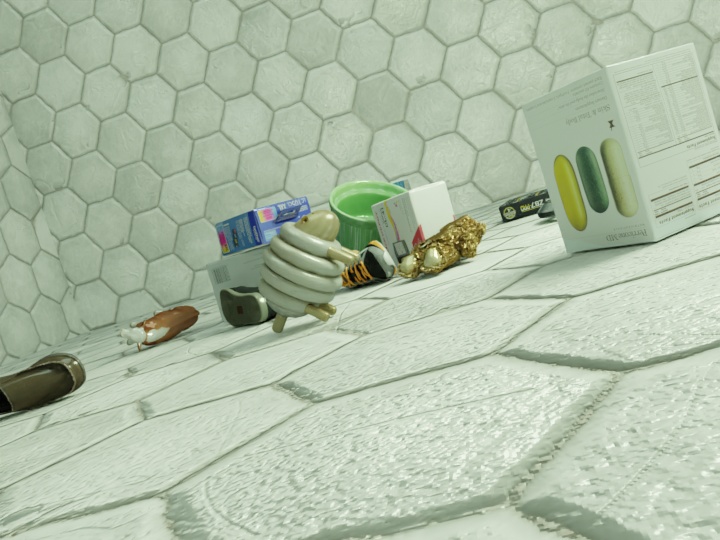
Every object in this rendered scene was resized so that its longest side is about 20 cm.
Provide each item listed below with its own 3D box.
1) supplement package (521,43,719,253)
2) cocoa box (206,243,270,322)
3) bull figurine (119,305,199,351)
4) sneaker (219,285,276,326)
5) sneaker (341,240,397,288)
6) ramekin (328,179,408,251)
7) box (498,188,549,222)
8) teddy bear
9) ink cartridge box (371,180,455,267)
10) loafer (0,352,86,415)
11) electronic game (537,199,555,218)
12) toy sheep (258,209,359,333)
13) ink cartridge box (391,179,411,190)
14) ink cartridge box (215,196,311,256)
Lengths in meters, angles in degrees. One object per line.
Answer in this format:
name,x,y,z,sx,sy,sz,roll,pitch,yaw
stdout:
supplement package,0.327,-0.144,0.863,0.150,0.201,0.152,-20,4,-25
cocoa box,-0.197,0.016,1.485,0.199,0.134,0.131,-15,4,28
bull figurine,-0.457,0.128,1.575,0.121,0.066,0.199,-4,11,43
sneaker,-0.194,0.063,1.369,0.106,0.075,0.200,-15,11,-35
sneaker,0.000,0.000,1.350,0.077,0.079,0.200,-35,8,-27
ramekin,0.025,-0.117,1.590,0.199,0.098,0.200,3,33,-2
box,0.458,-0.180,1.847,0.160,0.049,0.200,-18,4,21
teddy bear,0.145,-0.031,1.220,0.144,0.067,0.200,-26,7,26
ink cartridge box,0.110,-0.084,1.397,0.085,0.148,0.200,-19,3,-21
loafer,-0.528,0.193,1.111,0.199,0.073,0.071,-22,14,10
electronic game,0.460,-0.147,1.437,0.199,0.042,0.200,-20,5,2
toy sheep,-0.085,0.004,1.035,0.137,0.201,0.138,24,7,-3
ink cartridge box,0.115,-0.190,2.399,0.144,0.201,0.147,-19,4,19
ink cartridge box,-0.188,-0.092,1.440,0.136,0.077,0.199,-20,8,-39
